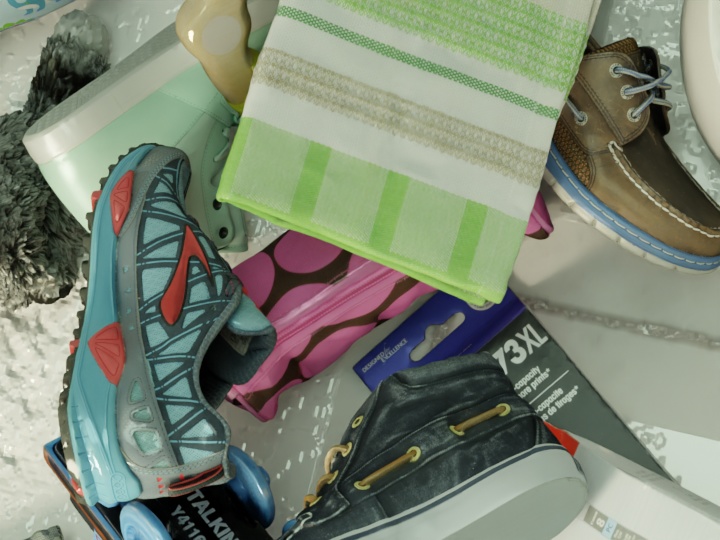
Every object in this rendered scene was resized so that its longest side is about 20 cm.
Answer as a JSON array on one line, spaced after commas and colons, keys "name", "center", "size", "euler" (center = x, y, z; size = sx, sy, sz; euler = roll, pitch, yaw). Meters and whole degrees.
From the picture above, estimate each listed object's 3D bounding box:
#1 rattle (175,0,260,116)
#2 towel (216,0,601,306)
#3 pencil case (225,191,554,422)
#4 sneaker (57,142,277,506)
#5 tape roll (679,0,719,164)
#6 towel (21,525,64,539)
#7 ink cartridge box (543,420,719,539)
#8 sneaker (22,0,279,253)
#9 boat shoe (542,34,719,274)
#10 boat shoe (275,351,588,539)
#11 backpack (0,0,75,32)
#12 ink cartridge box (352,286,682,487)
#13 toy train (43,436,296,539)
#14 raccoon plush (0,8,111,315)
[{"name": "rattle", "center": [0.013, -0.141, 0.867], "size": [0.199, 0.143, 0.131], "euler": [-37, 113, 2]}, {"name": "towel", "center": [0.028, -0.099, 0.837], "size": [0.148, 0.031, 0.202], "euler": [21, 76, -6]}, {"name": "pencil case", "center": [0.000, 0.000, 0.901], "size": [0.199, 0.094, 0.091], "euler": [-35, 114, 7]}, {"name": "sneaker", "center": [-0.086, 0.025, 0.850], "size": [0.094, 0.080, 0.202], "euler": [1, 55, 2]}, {"name": "tape roll", "center": [0.254, -0.114, 0.818], "size": [0.200, 0.139, 0.205], "euler": [0, 92, 4]}, {"name": "towel", "center": [-0.223, 0.259, 0.936], "size": [0.198, 0.035, 0.195], "euler": [-21, 75, 6]}, {"name": "ink cartridge box", "center": [0.087, 0.161, 0.832], "size": [0.199, 0.047, 0.162], "euler": [26, 97, 23]}, {"name": "sneaker", "center": [-0.076, -0.077, 0.969], "size": [0.200, 0.074, 0.119], "euler": [-37, 110, -19]}, {"name": "boat shoe", "center": [0.119, -0.083, 0.890], "size": [0.200, 0.072, 0.073], "euler": [44, 121, 15]}, {"name": "boat shoe", "center": [-0.001, 0.113, 0.808], "size": [0.198, 0.071, 0.091], "euler": [-24, 50, -14]}, {"name": "backpack", "center": [-0.227, -0.218, 0.960], "size": [0.181, 0.200, 0.149], "euler": [-18, 73, 8]}, {"name": "ink cartridge box", "center": [0.086, 0.091, 0.893], "size": [0.095, 0.037, 0.200], "euler": [-40, 69, 3]}, {"name": "toy train", "center": [-0.083, 0.141, 0.880], "size": [0.086, 0.115, 0.200], "euler": [-28, 61, -30]}, {"name": "raccoon plush", "center": [-0.211, -0.065, 0.952], "size": [0.096, 0.134, 0.203], "euler": [2, 77, 16]}]
